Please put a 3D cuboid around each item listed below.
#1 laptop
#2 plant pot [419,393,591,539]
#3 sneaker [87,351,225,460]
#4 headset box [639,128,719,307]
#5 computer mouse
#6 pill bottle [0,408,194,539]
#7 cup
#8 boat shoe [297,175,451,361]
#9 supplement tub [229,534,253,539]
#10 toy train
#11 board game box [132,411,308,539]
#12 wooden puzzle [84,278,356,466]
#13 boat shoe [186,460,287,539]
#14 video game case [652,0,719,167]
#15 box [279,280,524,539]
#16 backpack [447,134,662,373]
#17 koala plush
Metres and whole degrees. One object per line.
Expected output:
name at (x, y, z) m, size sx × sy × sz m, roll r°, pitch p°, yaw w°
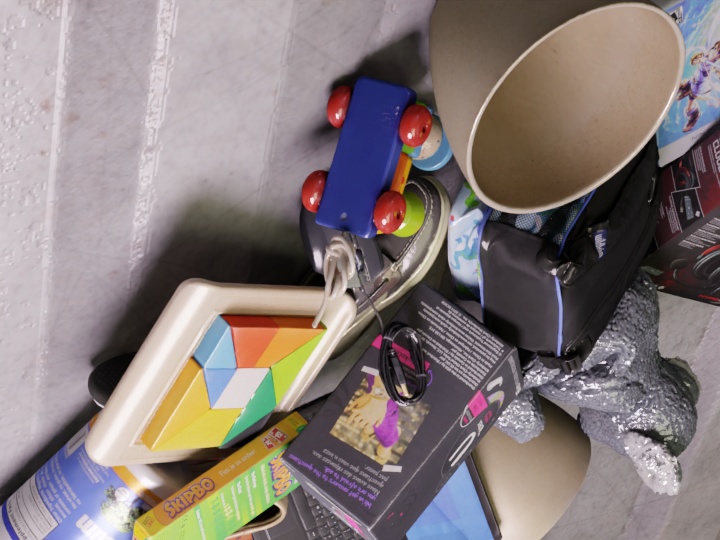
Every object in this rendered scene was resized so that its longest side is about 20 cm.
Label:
laptop at (0.000, 0.207, 1.746) m, size 0.199 × 0.178 × 0.103 m, roll -23°, pitch -174°, yaw -18°
plant pot at (0.104, 0.178, 1.834) m, size 0.200 × 0.200 × 0.134 m, roll -42°, pitch 109°, yaw 7°
sneaker at (-0.150, 0.122, 1.633) m, size 0.201 × 0.067 × 0.108 m, roll -9°, pitch 134°, yaw -37°
headset box at (0.349, -0.053, 1.771) m, size 0.148 × 0.075 × 0.200 m, roll 13°, pitch 144°, yaw -33°
computer mouse at (0.007, 0.018, 1.561) m, size 0.058 × 0.201 × 0.034 m, roll -27°, pitch -179°, yaw -25°
pill bottle at (-0.247, 0.219, 1.622) m, size 0.200 × 0.112 × 0.112 m, roll -44°, pitch 144°, yaw 8°
cup at (0.133, -0.167, 1.484) m, size 0.200 × 0.143 × 0.201 m, roll -22°, pitch 142°, yaw -18°
boat shoe at (-0.001, 0.000, 1.619) m, size 0.066 × 0.072 × 0.201 m, roll 7°, pitch 130°, yaw -50°
supplement tub at (-0.078, 0.327, 1.874) m, size 0.122 × 0.123 × 0.200 m, roll -40°, pitch 143°, yaw 5°
toy train at (0.012, -0.046, 1.523) m, size 0.116 × 0.084 × 0.201 m, roll 15°, pitch 92°, yaw -62°
board game box at (-0.113, 0.194, 1.613) m, size 0.200 × 0.030 × 0.096 m, roll -30°, pitch 152°, yaw -32°
wooden puzzle at (-0.108, 0.090, 1.548) m, size 0.200 × 0.037 × 0.185 m, roll 7°, pitch 122°, yaw -51°
boat shoe at (-0.161, 0.216, 1.696) m, size 0.199 × 0.066 × 0.074 m, roll -15°, pitch 124°, yaw -6°
video game case at (0.317, -0.202, 1.685) m, size 0.181 × 0.045 × 0.200 m, roll -29°, pitch 143°, yaw -12°
box at (0.039, 0.129, 1.634) m, size 0.200 × 0.106 × 0.122 m, roll -50°, pitch 161°, yaw -8°
backpack at (0.167, -0.047, 1.627) m, size 0.200 × 0.147 × 0.183 m, roll -54°, pitch 154°, yaw -26°
koala plush at (0.243, 0.106, 1.763) m, size 0.183 × 0.178 × 0.200 m, roll -32°, pitch 110°, yaw 34°
